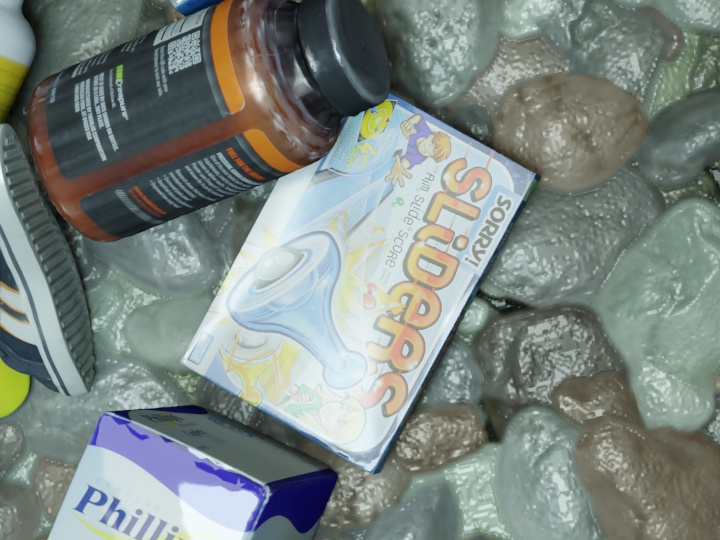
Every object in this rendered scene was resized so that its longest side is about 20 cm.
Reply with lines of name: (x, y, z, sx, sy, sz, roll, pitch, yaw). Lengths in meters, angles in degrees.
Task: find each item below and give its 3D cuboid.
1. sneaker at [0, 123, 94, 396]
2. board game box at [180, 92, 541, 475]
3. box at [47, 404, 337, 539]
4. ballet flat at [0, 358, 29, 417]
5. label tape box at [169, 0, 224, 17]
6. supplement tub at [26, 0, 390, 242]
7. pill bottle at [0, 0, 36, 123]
sneaker: (-0.212, -0.002, 1.380, 0.079, 0.201, 0.079, -10, 43, 7)
board game box: (0.000, 0.000, 1.408, 0.135, 0.034, 0.201, 28, 93, 9)
box: (-0.112, 0.186, 1.346, 0.104, 0.184, 0.201, 23, 93, 11)
ballet flat: (-0.292, 0.029, 1.439, 0.199, 0.067, 0.067, 31, 86, 9)
label tape box: (-0.094, -0.272, 1.417, 0.144, 0.063, 0.201, -31, 84, 7)
supplement tub: (-0.084, -0.094, 1.369, 0.199, 0.107, 0.108, -19, 85, 23)
pill bottle: (-0.260, -0.114, 1.416, 0.111, 0.112, 0.201, 26, 93, 9)
